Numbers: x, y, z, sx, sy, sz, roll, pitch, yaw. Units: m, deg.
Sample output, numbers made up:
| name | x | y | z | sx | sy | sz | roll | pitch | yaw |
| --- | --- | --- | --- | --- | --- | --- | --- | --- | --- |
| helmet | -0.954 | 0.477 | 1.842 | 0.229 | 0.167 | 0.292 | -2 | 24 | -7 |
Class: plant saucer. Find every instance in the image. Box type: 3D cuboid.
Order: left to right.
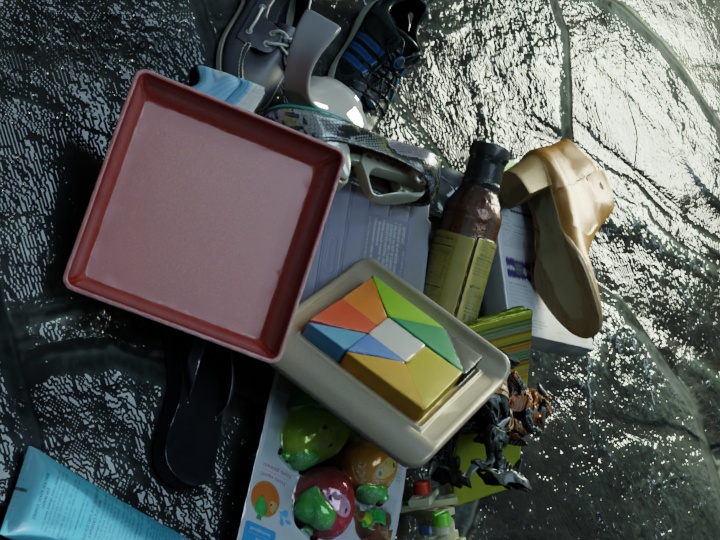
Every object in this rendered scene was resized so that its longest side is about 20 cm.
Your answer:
| name | x | y | z | sx | sy | sz | roll | pitch | yaw |
| --- | --- | --- | --- | --- | --- | --- | --- | --- | --- |
| plant saucer | -0.134 | -0.044 | 1.429 | 0.199 | 0.037 | 0.201 | 21 | 78 | -14 |

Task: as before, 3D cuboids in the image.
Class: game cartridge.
| name | x | y | z | sx | sy | sz | roll | pitch | yaw |
| --- | --- | --- | --- | --- | --- | --- | --- | --- | --- |
| game cartridge | 0.000 | 0.000 | 1.618 | 0.129 | 0.038 | 0.201 | 16 | 57 | -11 |

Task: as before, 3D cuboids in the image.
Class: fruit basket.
| name | x | y | z | sx | sy | sz | roll | pitch | yaw |
| --- | --- | --- | --- | --- | --- | --- | --- | --- | --- |
| fruit basket | -0.020 | 0.183 | 1.510 | 0.185 | 0.093 | 0.201 | 31 | 54 | -35 |

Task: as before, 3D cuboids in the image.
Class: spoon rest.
| name | x | y | z | sx | sy | sz | roll | pitch | yaw |
| --- | --- | --- | --- | --- | --- | --- | --- | --- | --- |
| spoon rest | -0.041 | -0.173 | 1.608 | 0.099 | 0.200 | 0.061 | 32 | 73 | 18 |

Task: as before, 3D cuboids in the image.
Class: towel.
| name | x | y | z | sx | sy | sz | roll | pitch | yaw |
| --- | --- | --- | --- | --- | --- | --- | --- | --- | --- |
| towel | 0.129 | 0.136 | 1.665 | 0.086 | 0.018 | 0.201 | -11 | 116 | -32 |

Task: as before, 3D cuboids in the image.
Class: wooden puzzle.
| name | x | y | z | sx | sy | sz | roll | pitch | yaw |
| --- | --- | --- | --- | --- | --- | --- | --- | --- | --- |
| wooden puzzle | 0.028 | 0.074 | 1.501 | 0.185 | 0.037 | 0.200 | 36 | 36 | 11 |

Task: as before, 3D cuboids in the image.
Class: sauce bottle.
| name | x | y | z | sx | sy | sz | roll | pitch | yaw |
| --- | --- | --- | --- | --- | --- | --- | --- | --- | --- |
| sauce bottle | 0.105 | -0.027 | 1.647 | 0.066 | 0.066 | 0.201 | 21 | 86 | -41 |

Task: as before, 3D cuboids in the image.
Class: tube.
| name | x | y | z | sx | sy | sz | roll | pitch | yaw |
| --- | --- | --- | --- | --- | --- | --- | --- | --- | --- |
| tube | -0.195 | 0.218 | 1.336 | 0.199 | 0.050 | 0.078 | 33 | 46 | -28 |

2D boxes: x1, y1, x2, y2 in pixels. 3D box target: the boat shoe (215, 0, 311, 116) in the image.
| name | x | y | z | sx | sy | sz | roll | pitch | yaw |
| --- | --- | --- | --- | --- | --- | --- | --- | --- | --- |
| boat shoe | -0.090 | -0.234 | 1.649 | 0.073 | 0.062 | 0.201 | 38 | 49 | -34 |

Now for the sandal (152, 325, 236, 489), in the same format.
| name | x | y | z | sx | sy | sz | roll | pitch | yaw |
| --- | --- | --- | --- | --- | --- | --- | --- | --- | --- |
| sandal | -0.136 | 0.094 | 1.458 | 0.076 | 0.043 | 0.201 | 26 | 55 | -39 |

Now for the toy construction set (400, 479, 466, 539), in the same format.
| name | x | y | z | sx | sy | sz | roll | pitch | yaw |
| --- | --- | --- | --- | --- | --- | --- | --- | --- | --- |
| toy construction set | 0.089 | 0.295 | 1.571 | 0.131 | 0.092 | 0.201 | -13 | 82 | -61 |

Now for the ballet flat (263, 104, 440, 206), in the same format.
| name | x | y | z | sx | sy | sz | roll | pitch | yaw |
| --- | --- | --- | --- | --- | --- | --- | --- | --- | --- |
| ballet flat | -0.005 | -0.104 | 1.597 | 0.199 | 0.072 | 0.073 | 15 | 60 | -29 |

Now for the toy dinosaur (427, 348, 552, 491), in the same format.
| name | x | y | z | sx | sy | sz | roll | pitch | yaw |
| --- | --- | --- | --- | --- | --- | --- | --- | --- | --- |
| toy dinosaur | 0.112 | 0.139 | 1.599 | 0.199 | 0.102 | 0.137 | 14 | 76 | -26 |

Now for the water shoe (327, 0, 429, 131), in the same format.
| name | x | y | z | sx | sy | sz | roll | pitch | yaw |
| --- | --- | --- | --- | --- | --- | --- | --- | --- | --- |
| water shoe | 0.020 | -0.223 | 1.755 | 0.071 | 0.079 | 0.201 | 38 | 48 | -30 |

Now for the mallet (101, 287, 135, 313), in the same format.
| name | x | y | z | sx | sy | sz | roll | pitch | yaw |
| --- | --- | --- | --- | --- | --- | --- | --- | --- | --- |
| mallet | -0.158 | -0.026 | 1.480 | 0.199 | 0.066 | 0.041 | -33 | 136 | -29 |

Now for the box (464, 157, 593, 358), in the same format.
| name | x | y | z | sx | sy | sz | roll | pitch | yaw |
| --- | --- | --- | --- | --- | --- | --- | --- | --- | --- |
| box | 0.178 | -0.015 | 1.752 | 0.144 | 0.036 | 0.201 | 14 | 63 | -44 |

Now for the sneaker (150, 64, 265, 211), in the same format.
| name | x | y | z | sx | sy | sz | roll | pitch | yaw |
| --- | --- | --- | --- | --- | --- | --- | --- | --- | --- |
| sneaker | -0.168 | -0.112 | 1.514 | 0.090 | 0.079 | 0.200 | 31 | 51 | 0 |

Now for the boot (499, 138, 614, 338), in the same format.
| name | x | y | z | sx | sy | sz | roll | pitch | yaw |
| --- | --- | --- | --- | --- | --- | --- | --- | --- | --- |
| boot | 0.230 | -0.040 | 1.737 | 0.144 | 0.071 | 0.202 | -23 | 85 | -47 |

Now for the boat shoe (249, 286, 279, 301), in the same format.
| name | x | y | z | sx | sy | sz | roll | pitch | yaw |
| --- | --- | --- | --- | --- | --- | --- | --- | --- | --- |
| boat shoe | -0.089 | -0.019 | 1.551 | 0.201 | 0.070 | 0.071 | -81 | 169 | -45 |

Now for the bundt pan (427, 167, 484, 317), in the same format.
| name | x | y | z | sx | sy | sz | roll | pitch | yaw |
| --- | --- | --- | --- | --- | --- | --- | --- | --- | --- |
| bundt pan | 0.101 | -0.020 | 1.754 | 0.201 | 0.076 | 0.203 | 24 | 56 | -41 |
